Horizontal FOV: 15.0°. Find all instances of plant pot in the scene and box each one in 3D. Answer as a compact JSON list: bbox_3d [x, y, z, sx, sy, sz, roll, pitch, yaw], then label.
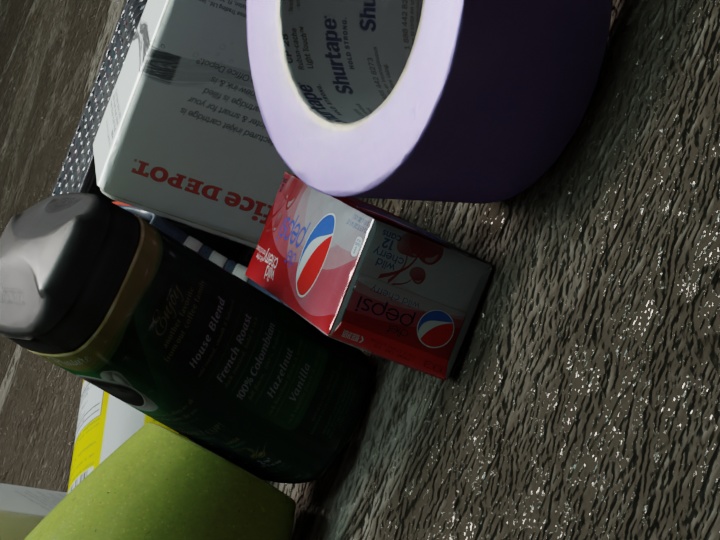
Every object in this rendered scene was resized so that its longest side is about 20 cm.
[{"bbox_3d":[-0.120,0.191,1.461,0.200,0.187,0.187,-61,14,-8],"label":"plant pot"}]

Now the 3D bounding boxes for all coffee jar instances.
[{"bbox_3d":[-0.099,0.034,1.439,0.104,0.200,0.085,3,65,59],"label":"coffee jar"}]

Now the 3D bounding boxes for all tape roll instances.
[{"bbox_3d":[0.029,-0.133,1.305,0.200,0.085,0.201,-3,86,59],"label":"tape roll"}]

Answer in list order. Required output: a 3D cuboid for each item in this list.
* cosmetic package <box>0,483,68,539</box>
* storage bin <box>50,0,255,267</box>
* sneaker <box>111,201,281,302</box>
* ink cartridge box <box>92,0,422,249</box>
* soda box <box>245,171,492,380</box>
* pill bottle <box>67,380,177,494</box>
[{"bbox_3d":[-0.225,0.191,1.722,0.071,0.200,0.102,23,96,42],"label":"cosmetic package"},{"bbox_3d":[-0.110,-0.067,1.730,0.094,0.135,0.200,-109,40,-65],"label":"storage bin"},{"bbox_3d":[-0.103,0.015,1.576,0.200,0.084,0.075,27,88,40],"label":"sneaker"},{"bbox_3d":[-0.057,-0.124,1.601,0.084,0.144,0.200,-111,42,-69],"label":"ink cartridge box"},{"bbox_3d":[0.000,0.000,1.403,0.200,0.070,0.064,-150,81,-74],"label":"soda box"},{"bbox_3d":[-0.119,0.102,1.642,0.200,0.104,0.104,-87,21,-43],"label":"pill bottle"}]
